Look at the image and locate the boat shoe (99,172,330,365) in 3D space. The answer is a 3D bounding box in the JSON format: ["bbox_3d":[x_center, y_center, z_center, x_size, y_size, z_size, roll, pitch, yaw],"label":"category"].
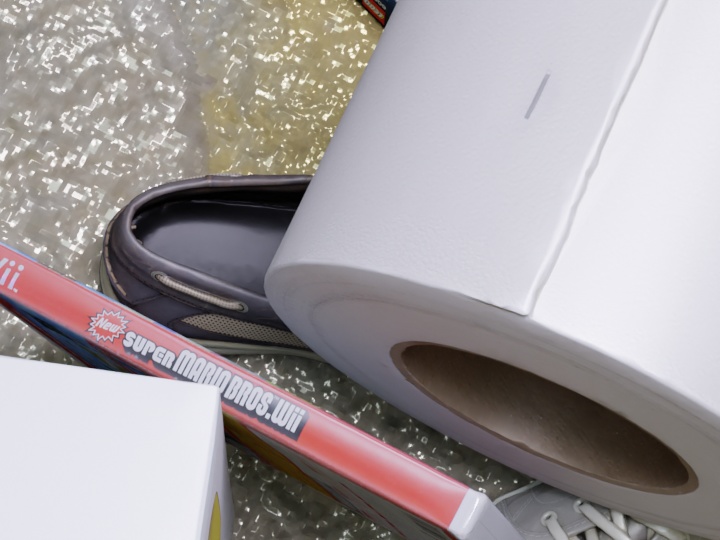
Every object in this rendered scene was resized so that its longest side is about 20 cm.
[{"bbox_3d":[0.000,0.000,0.832,0.199,0.073,0.075,-2,73,-3],"label":"boat shoe"}]

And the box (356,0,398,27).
[{"bbox_3d":[-0.006,-0.213,0.916,0.137,0.038,0.200,-42,79,-13],"label":"box"}]

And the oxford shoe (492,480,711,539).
[{"bbox_3d":[0.093,0.100,0.815,0.199,0.058,0.075,-32,80,-9],"label":"oxford shoe"}]

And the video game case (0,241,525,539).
[{"bbox_3d":[-0.034,0.052,0.759,0.199,0.143,0.018,26,81,19],"label":"video game case"}]

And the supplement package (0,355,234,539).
[{"bbox_3d":[-0.126,0.122,0.724,0.150,0.200,0.153,8,73,0],"label":"supplement package"}]

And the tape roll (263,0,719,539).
[{"bbox_3d":[0.086,-0.013,0.724,0.202,0.203,0.140,24,76,5],"label":"tape roll"}]
